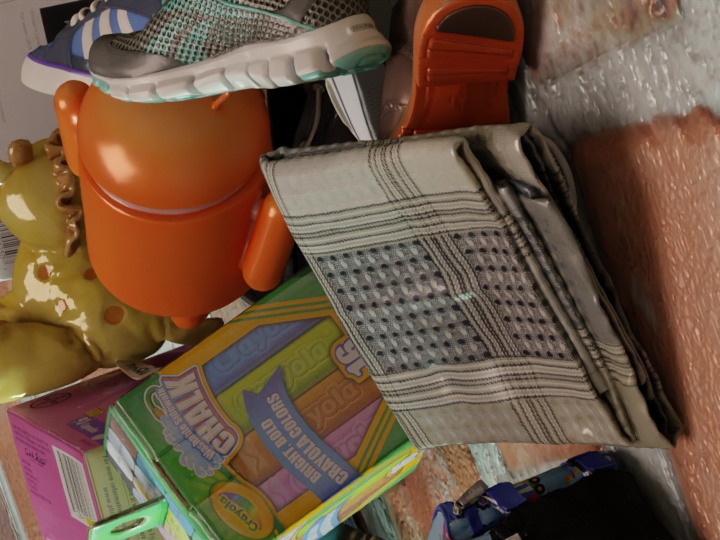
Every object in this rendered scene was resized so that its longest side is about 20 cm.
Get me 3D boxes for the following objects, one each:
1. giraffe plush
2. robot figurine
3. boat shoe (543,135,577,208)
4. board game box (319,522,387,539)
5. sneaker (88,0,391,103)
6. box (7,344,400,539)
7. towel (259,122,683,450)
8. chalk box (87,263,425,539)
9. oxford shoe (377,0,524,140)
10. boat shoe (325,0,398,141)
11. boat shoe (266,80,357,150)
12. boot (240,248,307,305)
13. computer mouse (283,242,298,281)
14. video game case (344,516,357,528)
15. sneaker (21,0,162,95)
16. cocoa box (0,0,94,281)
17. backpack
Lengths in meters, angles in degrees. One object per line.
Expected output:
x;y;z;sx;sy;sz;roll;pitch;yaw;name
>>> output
-0.199;-0.013;1.839;0.199;0.172;0.163;-2;106;54;giraffe plush
-0.106;-0.052;1.622;0.201;0.116;0.144;90;160;-53;robot figurine
0.060;0.000;1.475;0.071;0.063;0.201;60;157;27;boat shoe
-0.048;0.253;1.770;0.135;0.201;0.028;14;157;46;board game box
-0.068;-0.140;1.467;0.199;0.077;0.092;-5;96;39;sneaker
-0.105;0.115;1.808;0.176;0.199;0.097;17;123;66;box
0.051;0.015;1.404;0.199;0.035;0.193;-5;120;48;towel
-0.071;0.110;1.627;0.124;0.199;0.125;52;165;9;chalk box
0.044;-0.097;1.453;0.201;0.071;0.073;107;158;-49;oxford shoe
-0.011;-0.149;1.513;0.067;0.073;0.201;23;130;60;boat shoe
-0.035;-0.150;1.591;0.073;0.062;0.201;36;141;56;boat shoe
-0.089;-0.038;1.847;0.174;0.069;0.201;108;146;-64;boot
0.000;0.000;1.660;0.141;0.046;0.200;50;163;28;computer mouse
-0.070;0.267;1.848;0.045;0.199;0.182;121;127;-73;video game case
-0.128;-0.169;1.745;0.199;0.080;0.148;14;89;49;sneaker
-0.217;-0.115;1.958;0.131;0.132;0.201;-103;2;-70;cocoa box
0.068;0.205;1.438;0.135;0.199;0.183;53;154;39;backpack
